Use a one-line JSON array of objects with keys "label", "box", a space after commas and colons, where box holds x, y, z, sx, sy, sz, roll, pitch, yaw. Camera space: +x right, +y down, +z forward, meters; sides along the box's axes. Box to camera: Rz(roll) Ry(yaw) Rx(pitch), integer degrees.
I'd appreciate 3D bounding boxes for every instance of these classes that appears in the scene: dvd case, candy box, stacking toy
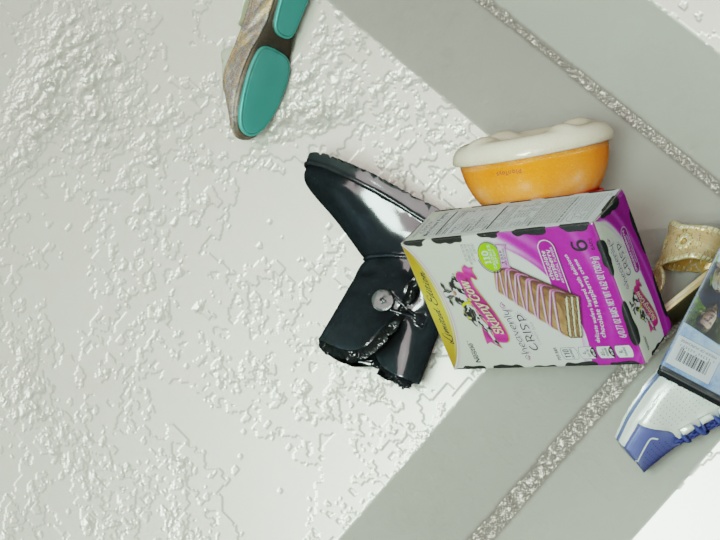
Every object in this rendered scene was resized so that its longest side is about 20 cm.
[{"label": "dvd case", "box": [0.354, 0.032, 1.204, 0.142, 0.018, 0.200, 28, 79, 8]}, {"label": "candy box", "box": [0.147, 0.012, 1.233, 0.199, 0.061, 0.137, -5, 117, 42]}, {"label": "stacking toy", "box": [0.168, -0.030, 1.299, 0.146, 0.146, 0.201, -8, 97, 16]}]

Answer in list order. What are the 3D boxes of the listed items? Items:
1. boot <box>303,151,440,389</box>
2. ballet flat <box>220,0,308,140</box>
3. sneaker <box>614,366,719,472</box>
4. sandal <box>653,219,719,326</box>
[{"label": "boot", "box": [0.000, 0.000, 1.353, 0.200, 0.076, 0.169, 29, 87, 13]}, {"label": "ballet flat", "box": [-0.100, -0.225, 1.435, 0.067, 0.068, 0.201, 14, 80, 38]}, {"label": "sneaker", "box": [0.317, 0.107, 1.238, 0.115, 0.081, 0.200, 42, 93, 21]}, {"label": "sandal", "box": [0.302, -0.022, 1.269, 0.211, 0.078, 0.070, -37, 71, 0]}]
